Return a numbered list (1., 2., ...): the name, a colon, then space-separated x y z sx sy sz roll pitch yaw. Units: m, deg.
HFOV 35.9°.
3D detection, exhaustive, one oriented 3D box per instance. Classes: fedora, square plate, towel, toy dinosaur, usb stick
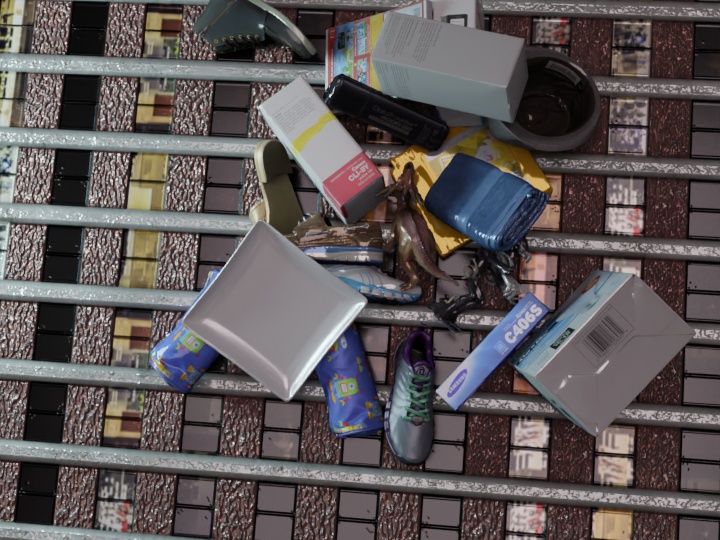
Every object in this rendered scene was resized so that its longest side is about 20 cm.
1. fedora: 0.259 -0.242 1.664 0.200 0.090 0.177 -26 78 -28
2. square plate: -0.124 0.058 1.615 0.198 0.028 0.200 37 102 -5
3. towel: 0.178 -0.097 1.606 0.112 0.049 0.200 -51 37 -1
4. toy dinosaur: 0.075 -0.059 1.625 0.086 0.136 0.200 -13 45 -21
5. usb stick: 0.040 -0.233 1.652 0.200 0.033 0.055 21 120 -23

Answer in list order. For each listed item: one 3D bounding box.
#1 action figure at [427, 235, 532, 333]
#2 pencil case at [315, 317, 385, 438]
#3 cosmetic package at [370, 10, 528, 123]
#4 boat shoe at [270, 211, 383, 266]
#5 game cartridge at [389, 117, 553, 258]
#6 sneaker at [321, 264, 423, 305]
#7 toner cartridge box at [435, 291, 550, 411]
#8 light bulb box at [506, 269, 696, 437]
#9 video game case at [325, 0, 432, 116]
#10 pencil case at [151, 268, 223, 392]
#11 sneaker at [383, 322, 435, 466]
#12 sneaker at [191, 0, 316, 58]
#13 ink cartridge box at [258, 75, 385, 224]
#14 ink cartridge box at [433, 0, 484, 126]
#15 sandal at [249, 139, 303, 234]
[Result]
1. action figure: 0.198 0.010 1.643 0.200 0.119 0.102 -48 70 7
2. pencil case: -0.028 0.153 1.658 0.087 0.078 0.200 -17 80 -7
3. cosmetic package: 0.126 -0.282 1.549 0.200 0.108 0.085 15 73 15
4. boat shoe: -0.062 -0.047 1.644 0.200 0.072 0.072 4 82 10
5. game cartridge: 0.165 -0.143 1.707 0.200 0.032 0.176 -31 80 -1
6. sneaker: 0.000 0.000 1.684 0.200 0.075 0.087 11 77 7
7. toner cartridge box: 0.194 0.121 1.634 0.043 0.095 0.200 43 87 11
8. light bulb box: 0.330 0.109 1.558 0.125 0.200 0.198 45 88 -3
9. video game case: 0.026 -0.322 1.699 0.200 0.017 0.143 -6 79 39
10. pencil case: -0.236 0.086 1.682 0.087 0.078 0.200 37 87 -6
11. sneaker: 0.075 0.178 1.612 0.074 0.088 0.200 3 63 -7
12. sneaker: -0.167 -0.368 1.758 0.200 0.075 0.106 37 92 19
13. ink cartridge box: -0.053 -0.178 1.675 0.083 0.145 0.200 -38 80 -2
14. ink cartridge box: 0.150 -0.332 1.682 0.068 0.116 0.200 -1 70 12
15. sandal: -0.140 -0.096 1.717 0.070 0.078 0.212 4 107 46
